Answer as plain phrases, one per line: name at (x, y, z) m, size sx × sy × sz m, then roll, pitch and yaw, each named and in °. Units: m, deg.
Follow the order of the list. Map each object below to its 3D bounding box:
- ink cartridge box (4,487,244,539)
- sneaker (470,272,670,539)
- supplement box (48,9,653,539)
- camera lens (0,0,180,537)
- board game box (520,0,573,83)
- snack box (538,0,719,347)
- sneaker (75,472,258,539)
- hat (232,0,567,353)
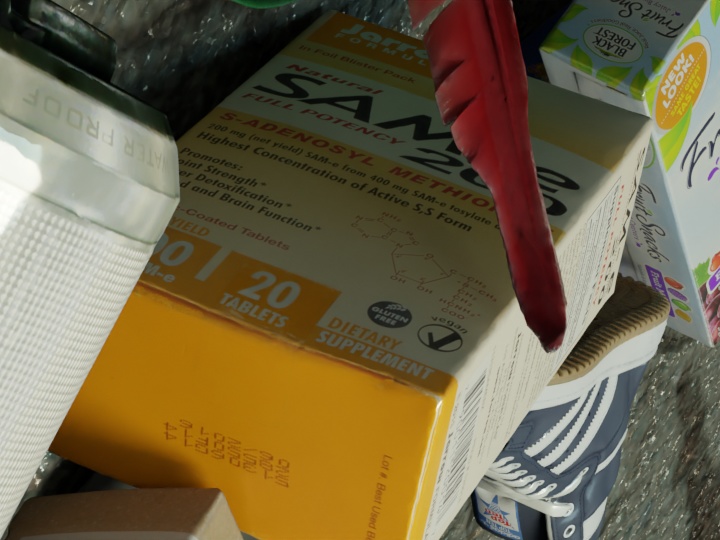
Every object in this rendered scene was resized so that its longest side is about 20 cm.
ink cartridge box at (-0.075, 0.183, 0.682) m, size 0.200 × 0.075 × 0.166 m, roll -56°, pitch 132°, yaw -50°
sneaker at (0.051, 0.065, 0.941) m, size 0.200 × 0.070 × 0.109 m, roll -14°, pitch 126°, yaw -59°
supplement box at (0.000, 0.000, 0.783) m, size 0.200 × 0.125 × 0.074 m, roll -49°, pitch 154°, yaw -55°
camera lens at (-0.145, 0.013, 0.554) m, size 0.201 × 0.159 × 0.160 m, roll -62°, pitch 153°, yaw 1°
board game box at (0.059, -0.015, 1.007) m, size 0.200 × 0.045 × 0.135 m, roll -40°, pitch 146°, yaw -36°
snack box at (0.145, -0.077, 0.989) m, size 0.143 × 0.053 × 0.200 m, roll -54°, pitch 151°, yaw -16°
sneaker at (-0.061, 0.123, 0.920) m, size 0.079 × 0.075 × 0.201 m, roll -37°, pitch 140°, yaw -15°
hat at (0.056, -0.118, 0.757) m, size 0.165 × 0.175 × 0.201 m, roll -18°, pitch 131°, yaw -53°
